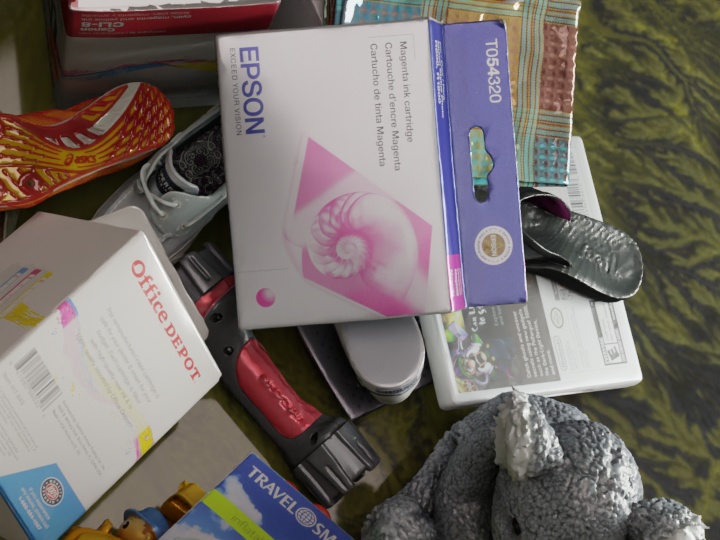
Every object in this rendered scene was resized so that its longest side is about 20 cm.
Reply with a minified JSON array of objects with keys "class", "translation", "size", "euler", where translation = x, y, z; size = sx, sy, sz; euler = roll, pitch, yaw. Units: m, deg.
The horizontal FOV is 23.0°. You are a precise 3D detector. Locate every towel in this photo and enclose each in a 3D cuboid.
[{"class":"towel","translation":[0.065,-0.134,1.249],"size":[0.199,0.022,0.148],"euler":[2,93,-24]}]

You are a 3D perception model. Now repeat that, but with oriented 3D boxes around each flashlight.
[{"class":"flashlight","translation":[-0.066,0.074,1.259],"size":[0.068,0.068,0.200],"euler":[-42,86,-1]}]

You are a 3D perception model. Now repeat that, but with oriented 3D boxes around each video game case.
[{"class":"video game case","translation":[0.114,-0.003,1.326],"size":[0.181,0.023,0.202],"euler":[-4,75,-33]}]

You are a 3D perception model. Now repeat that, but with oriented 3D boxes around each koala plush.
[{"class":"koala plush","translation":[0.124,0.151,1.171],"size":[0.177,0.200,0.184],"euler":[35,69,-1]}]

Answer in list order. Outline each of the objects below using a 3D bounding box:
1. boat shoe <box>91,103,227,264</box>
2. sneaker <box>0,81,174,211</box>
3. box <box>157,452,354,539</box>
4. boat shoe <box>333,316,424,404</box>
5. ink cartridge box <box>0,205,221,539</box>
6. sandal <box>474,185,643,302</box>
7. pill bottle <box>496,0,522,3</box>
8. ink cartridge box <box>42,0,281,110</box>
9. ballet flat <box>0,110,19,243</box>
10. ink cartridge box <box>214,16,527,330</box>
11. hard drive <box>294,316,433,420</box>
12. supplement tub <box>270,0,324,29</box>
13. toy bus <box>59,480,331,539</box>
[{"class":"boat shoe","translation":[-0.126,-0.065,1.255],"size":[0.200,0.072,0.070],"euler":[-39,74,0]},{"class":"sneaker","translation":[-0.221,-0.077,1.225],"size":[0.199,0.077,0.074],"euler":[-14,84,-35]},{"class":"box","translation":[-0.073,0.203,1.107],"size":[0.122,0.048,0.200],"euler":[40,43,8]},{"class":"boat shoe","translation":[0.000,0.000,1.254],"size":[0.070,0.070,0.201],"euler":[-17,70,-6]},{"class":"ink cartridge box","translation":[-0.202,0.060,1.166],"size":[0.200,0.125,0.129],"euler":[-44,126,-30]},{"class":"sandal","translation":[0.132,-0.032,1.304],"size":[0.199,0.048,0.076],"euler":[14,65,-27]},{"class":"pill bottle","translation":[0.036,-0.257,1.176],"size":[0.199,0.113,0.114],"euler":[14,72,-26]},{"class":"ink cartridge box","translation":[-0.147,-0.212,1.246],"size":[0.143,0.200,0.146],"euler":[-5,76,-13]},{"class":"ballet flat","translation":[-0.269,-0.036,1.239],"size":[0.067,0.062,0.202],"euler":[0,75,-14]},{"class":"ink cartridge box","translation":[0.008,-0.066,1.184],"size":[0.198,0.043,0.198],"euler":[-5,91,0]},{"class":"hard drive","translation":[-0.001,-0.001,1.311],"size":[0.134,0.042,0.201],"euler":[-24,83,-19]},{"class":"supplement tub","translation":[0.036,-0.212,1.322],"size":[0.199,0.145,0.146],"euler":[-25,83,-20]},{"class":"toy bus","translation":[-0.111,0.212,1.189],"size":[0.199,0.136,0.193],"euler":[34,57,-1]}]
